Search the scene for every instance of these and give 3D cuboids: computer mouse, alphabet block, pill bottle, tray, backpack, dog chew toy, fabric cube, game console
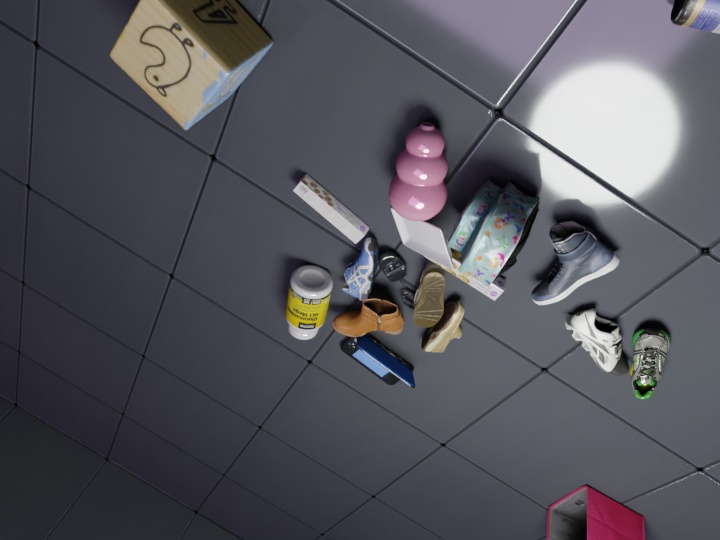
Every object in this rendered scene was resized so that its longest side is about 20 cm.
[{"bbox_3d":[0.105,0.026,1.467,0.059,0.034,0.200,-26,121,11],"label":"computer mouse"},{"bbox_3d":[-0.332,-0.442,1.161,0.200,0.196,0.195,44,130,-14],"label":"alphabet block"},{"bbox_3d":[-0.143,0.092,1.572,0.112,0.112,0.200,21,133,7],"label":"pill bottle"},{"bbox_3d":[0.140,-0.078,1.299,0.200,0.022,0.107,34,152,55],"label":"tray"},{"bbox_3d":[0.267,-0.075,1.189,0.150,0.200,0.178,26,134,3],"label":"backpack"},{"bbox_3d":[0.124,-0.205,1.207,0.124,0.125,0.200,14,124,14],"label":"dog chew toy"},{"bbox_3d":[0.690,0.795,1.719,0.199,0.200,0.196,28,133,-2],"label":"fabric cube"},{"bbox_3d":[0.043,0.266,1.629,0.200,0.118,0.171,38,132,-8],"label":"game console"},{"bbox_3d":[0.575,-0.396,0.846,0.200,0.112,0.112,17,132,11],"label":"pill bottle"}]

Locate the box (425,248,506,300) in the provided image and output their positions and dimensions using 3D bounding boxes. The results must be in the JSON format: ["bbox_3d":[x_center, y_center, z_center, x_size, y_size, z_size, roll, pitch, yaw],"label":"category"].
[{"bbox_3d":[0.243,-0.005,1.357,0.200,0.039,0.041,33,133,-3],"label":"box"}]

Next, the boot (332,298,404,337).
[{"bbox_3d":[0.014,0.116,1.513,0.200,0.074,0.155,-1,156,9],"label":"boot"}]

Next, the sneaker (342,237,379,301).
[{"bbox_3d":[0.000,0.000,1.456,0.077,0.076,0.200,16,131,6],"label":"sneaker"}]

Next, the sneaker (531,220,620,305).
[{"bbox_3d":[0.419,-0.018,1.241,0.146,0.077,0.202,37,124,-23],"label":"sneaker"}]

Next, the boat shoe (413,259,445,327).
[{"bbox_3d":[0.170,0.060,1.443,0.073,0.063,0.201,2,133,2],"label":"boat shoe"}]

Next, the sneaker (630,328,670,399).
[{"bbox_3d":[0.660,0.213,1.328,0.078,0.085,0.200,2,127,23],"label":"sneaker"}]

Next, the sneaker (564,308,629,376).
[{"bbox_3d":[0.568,0.166,1.338,0.200,0.074,0.088,42,134,-13],"label":"sneaker"}]

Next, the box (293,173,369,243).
[{"bbox_3d":[-0.069,-0.146,1.392,0.200,0.039,0.041,39,134,-10],"label":"box"}]

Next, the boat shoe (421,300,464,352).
[{"bbox_3d":[0.227,0.147,1.492,0.076,0.072,0.200,18,141,-9],"label":"boat shoe"}]
